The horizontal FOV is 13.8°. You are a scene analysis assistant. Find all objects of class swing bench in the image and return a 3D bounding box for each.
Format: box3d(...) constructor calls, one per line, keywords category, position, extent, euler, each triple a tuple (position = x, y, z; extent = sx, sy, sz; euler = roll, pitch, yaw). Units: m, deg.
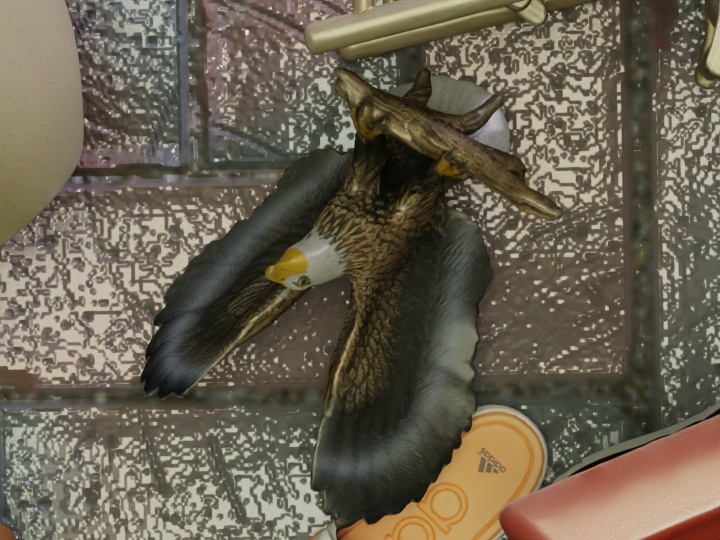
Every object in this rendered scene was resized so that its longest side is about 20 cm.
box3d(category="swing bench", position=(0.084, -0.156, 1.396), extent=(0.199, 0.199, 0.130), euler=(4, 92, 4))

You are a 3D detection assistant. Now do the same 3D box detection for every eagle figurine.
box3d(category="eagle figurine", position=(-0.006, 0.000, 1.446), extent=(0.151, 0.152, 0.200), euler=(6, 126, -26))

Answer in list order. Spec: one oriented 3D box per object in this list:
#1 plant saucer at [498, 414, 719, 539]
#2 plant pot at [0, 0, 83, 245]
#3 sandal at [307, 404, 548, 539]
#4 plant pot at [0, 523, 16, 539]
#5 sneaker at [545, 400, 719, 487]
box3d(category="plant saucer", position=(0.187, 0.145, 1.412), extent=(0.199, 0.200, 0.037), euler=(-23, 45, 4))
box3d(category="plant pot", position=(-0.210, -0.080, 1.437), extent=(0.200, 0.200, 0.135), euler=(-40, 113, 4))
box3d(category="sandal", position=(0.010, 0.147, 1.477), extent=(0.079, 0.059, 0.207), euler=(41, 93, 2))
box3d(category="plant pot", position=(-0.250, 0.177, 1.441), extent=(0.200, 0.200, 0.140), euler=(14, 75, 4))
box3d(category="sneaker", position=(0.151, 0.111, 1.452), extent=(0.200, 0.088, 0.076), euler=(-35, 89, 4))
